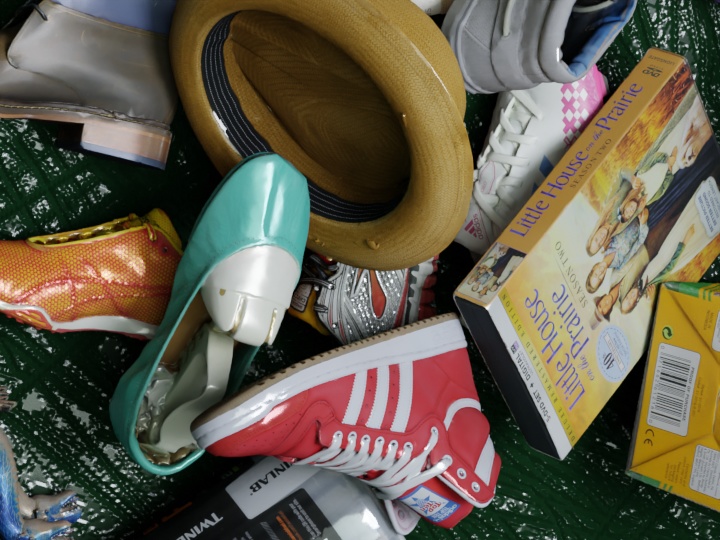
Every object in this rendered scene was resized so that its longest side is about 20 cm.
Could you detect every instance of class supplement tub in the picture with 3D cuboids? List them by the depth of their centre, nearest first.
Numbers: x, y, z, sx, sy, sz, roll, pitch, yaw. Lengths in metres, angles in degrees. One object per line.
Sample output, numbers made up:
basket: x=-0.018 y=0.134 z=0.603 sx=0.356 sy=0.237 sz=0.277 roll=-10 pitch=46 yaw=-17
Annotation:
supplement tub: x=-0.074 y=0.188 z=1.376 sx=0.200 sy=0.123 sz=0.123 roll=-35 pitch=109 yaw=-9

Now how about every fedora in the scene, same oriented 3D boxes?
fedora: x=-0.009 y=-0.098 z=1.293 sx=0.082 sy=0.200 sz=0.201 roll=-41 pitch=114 yaw=-40

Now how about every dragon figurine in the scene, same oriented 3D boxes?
dragon figurine: x=-0.246 y=0.113 z=1.339 sx=0.199 sy=0.059 sz=0.100 roll=4 pitch=100 yaw=-20

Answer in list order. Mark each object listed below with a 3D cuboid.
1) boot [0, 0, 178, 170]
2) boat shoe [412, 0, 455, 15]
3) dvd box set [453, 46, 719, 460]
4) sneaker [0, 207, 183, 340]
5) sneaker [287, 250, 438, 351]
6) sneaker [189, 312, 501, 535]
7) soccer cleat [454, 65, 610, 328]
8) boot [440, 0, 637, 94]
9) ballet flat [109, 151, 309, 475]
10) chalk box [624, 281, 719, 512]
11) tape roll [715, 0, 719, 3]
boot: x=-0.186 y=-0.125 z=1.309 sx=0.199 sy=0.075 sz=0.097 roll=17 pitch=86 yaw=-30
boat shoe: x=0.042 y=-0.240 z=1.348 sx=0.069 sy=0.074 sz=0.201 roll=2 pitch=110 yaw=-5
dvd box set: x=0.142 y=-0.009 z=1.395 sx=0.200 sy=0.029 sz=0.147 roll=-50 pitch=137 yaw=-22
sneaker: x=-0.146 y=-0.002 z=1.346 sx=0.199 sy=0.073 sz=0.078 roll=7 pitch=100 yaw=-30
sneaker: x=0.000 y=0.000 z=1.385 sx=0.082 sy=0.078 sz=0.201 roll=-8 pitch=103 yaw=-15
sneaker: x=0.002 y=0.097 z=1.288 sx=0.200 sy=0.071 sz=0.113 roll=-17 pitch=85 yaw=-45
soccer cleat: x=0.095 y=-0.053 z=1.403 sx=0.086 sy=0.070 sz=0.201 roll=-9 pitch=106 yaw=-32
boot: x=0.128 y=-0.178 z=1.348 sx=0.074 sy=0.095 sz=0.200 roll=47 pitch=61 yaw=-38
ballet flat: x=-0.073 y=0.033 z=1.297 sx=0.067 sy=0.071 sz=0.200 roll=12 pitch=122 yaw=-31
chalk box: x=0.277 y=0.080 z=1.449 sx=0.199 sy=0.124 sz=0.125 roll=2 pitch=102 yaw=-43
tape roll: x=0.260 y=-0.248 z=1.405 sx=0.199 sy=0.066 sz=0.201 roll=-5 pitch=102 yaw=-28
